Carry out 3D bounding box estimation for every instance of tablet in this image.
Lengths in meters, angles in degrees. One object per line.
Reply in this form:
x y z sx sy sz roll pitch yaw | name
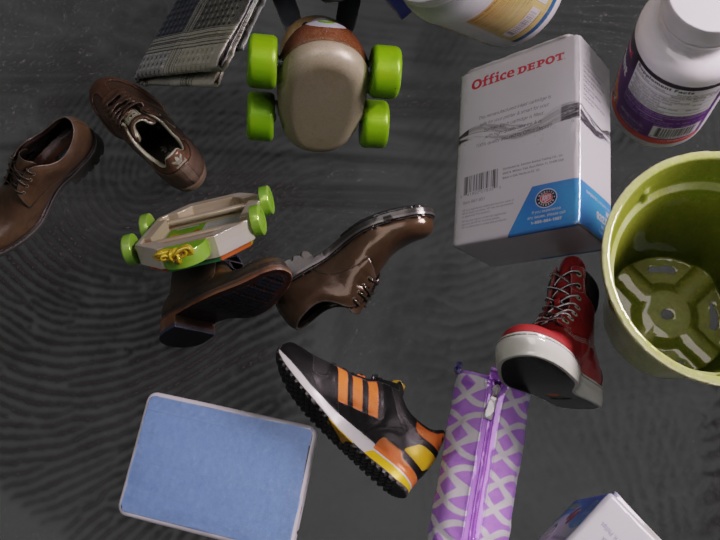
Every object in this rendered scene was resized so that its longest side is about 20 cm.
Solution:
-0.151 0.212 0.805 0.195 0.014 0.133 10 75 11 | tablet

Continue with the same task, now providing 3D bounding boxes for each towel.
-0.176 -0.306 0.914 0.198 0.034 0.196 10 70 46 | towel

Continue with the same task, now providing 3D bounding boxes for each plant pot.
0.309 0.021 0.716 0.195 0.185 0.205 -2 73 6 | plant pot

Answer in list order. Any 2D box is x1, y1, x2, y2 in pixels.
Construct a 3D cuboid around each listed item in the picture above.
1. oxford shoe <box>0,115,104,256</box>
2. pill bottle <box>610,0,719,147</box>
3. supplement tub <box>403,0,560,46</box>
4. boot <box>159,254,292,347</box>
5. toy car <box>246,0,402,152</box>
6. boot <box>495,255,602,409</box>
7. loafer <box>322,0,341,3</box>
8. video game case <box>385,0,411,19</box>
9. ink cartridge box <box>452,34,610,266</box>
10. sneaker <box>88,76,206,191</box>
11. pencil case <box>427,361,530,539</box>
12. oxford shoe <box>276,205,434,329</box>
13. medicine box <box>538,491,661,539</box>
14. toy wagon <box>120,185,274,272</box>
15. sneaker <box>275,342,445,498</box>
-0.397 -0.104 0.897 0.072 0.085 0.202 34 81 14 | oxford shoe
0.329 -0.220 0.778 0.109 0.200 0.114 -2 72 6 | pill bottle
0.124 -0.331 0.820 0.142 0.198 0.148 3 95 37 | supplement tub
-0.149 0.004 0.805 0.198 0.074 0.099 -27 57 34 | boot
-0.046 -0.256 0.874 0.160 0.159 0.204 2 58 -8 | toy car
0.183 0.043 0.725 0.071 0.199 0.148 -5 70 31 | boot
-0.044 -0.356 0.901 0.069 0.201 0.070 33 113 -21 | loafer
-0.014 -0.407 0.879 0.045 0.200 0.183 -39 71 11 | video game case
0.180 -0.120 0.797 0.143 0.083 0.205 -10 68 41 | ink cartridge box
-0.260 -0.179 0.906 0.199 0.076 0.071 40 81 16 | sneaker
0.117 0.196 0.739 0.082 0.086 0.204 12 76 -3 | pencil case
0.000 0.000 0.817 0.198 0.073 0.086 -31 73 9 | oxford shoe
0.170 0.301 0.649 0.200 0.183 0.103 -43 72 -7 | medicine box
-0.172 -0.038 0.801 0.152 0.201 0.040 -13 112 6 | toy wagon
-0.001 0.135 0.789 0.090 0.070 0.200 -40 72 -22 | sneaker
